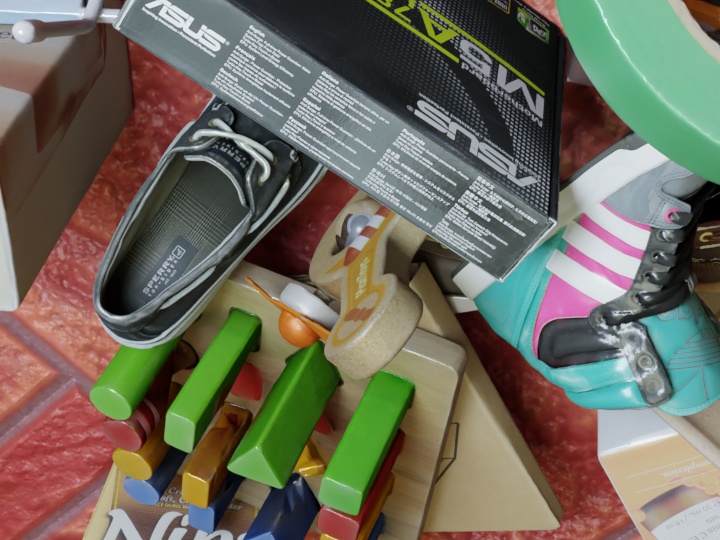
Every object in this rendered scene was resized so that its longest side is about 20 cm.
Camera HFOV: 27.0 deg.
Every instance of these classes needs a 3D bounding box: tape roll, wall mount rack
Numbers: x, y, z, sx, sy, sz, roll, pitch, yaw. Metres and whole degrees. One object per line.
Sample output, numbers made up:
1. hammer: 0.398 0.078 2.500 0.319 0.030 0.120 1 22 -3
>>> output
1. tape roll: 0.174 -0.130 0.577 0.200 0.048 0.201 1 84 -6
2. wall mount rack: -0.185 -0.146 0.705 0.199 0.174 0.075 3 141 7

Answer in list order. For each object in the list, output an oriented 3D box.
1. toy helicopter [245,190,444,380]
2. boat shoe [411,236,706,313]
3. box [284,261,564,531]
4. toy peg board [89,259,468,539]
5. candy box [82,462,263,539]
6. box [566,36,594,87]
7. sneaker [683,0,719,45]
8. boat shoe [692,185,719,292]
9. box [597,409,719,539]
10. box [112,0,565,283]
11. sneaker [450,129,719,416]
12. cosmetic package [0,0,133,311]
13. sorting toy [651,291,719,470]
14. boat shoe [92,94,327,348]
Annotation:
1. toy helicopter: 0.000 0.000 0.709 0.079 0.200 0.132 43 108 -14
2. boat shoe: 0.100 -0.015 0.809 0.199 0.072 0.060 3 127 15
3. box: 0.010 0.081 0.878 0.163 0.021 0.200 -6 127 36
4. toy peg board: -0.062 0.104 0.848 0.200 0.098 0.199 21 138 10
5. candy box: -0.118 0.200 0.905 0.115 0.200 0.055 14 127 0
6. box: 0.165 -0.178 0.689 0.100 0.075 0.200 12 126 1
7. sneaker: 0.132 -0.145 0.638 0.200 0.078 0.077 20 98 0
8. boat shoe: 0.231 -0.053 0.721 0.200 0.071 0.070 -29 143 10
9. box: 0.243 0.122 0.852 0.152 0.106 0.200 -22 117 21
10. box: 0.004 -0.110 0.686 0.200 0.193 0.048 33 120 -12
11. sneaker: 0.137 0.001 0.673 0.121 0.084 0.200 52 138 3
12. cosmetic package: -0.189 -0.073 0.739 0.103 0.200 0.087 3 123 5
13. sorting toy: 0.256 0.037 0.728 0.200 0.185 0.036 -46 145 0
14. boat shoe: -0.065 -0.045 0.759 0.072 0.071 0.200 31 85 2
